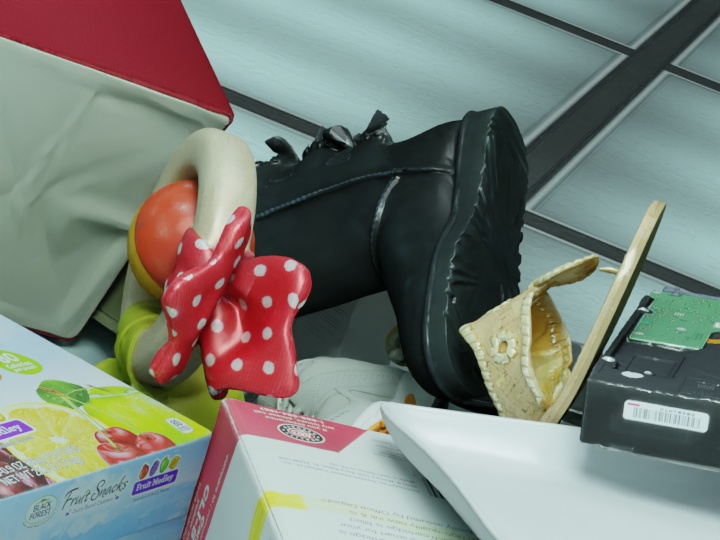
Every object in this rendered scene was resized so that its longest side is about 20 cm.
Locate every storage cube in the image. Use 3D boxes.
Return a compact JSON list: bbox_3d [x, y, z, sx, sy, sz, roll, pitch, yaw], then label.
[{"bbox_3d":[-0.198,-0.098,1.589,0.199,0.171,0.180,19,31,-37],"label":"storage cube"}]

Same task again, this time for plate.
[{"bbox_3d":[0.122,0.113,1.327,0.199,0.032,0.200,10,12,-19],"label":"plate"}]

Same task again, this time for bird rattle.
[{"bbox_3d":[-0.090,0.005,1.479,0.112,0.200,0.164,10,60,-12],"label":"bird rattle"}]

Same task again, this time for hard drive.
[{"bbox_3d":[0.190,0.055,1.450,0.139,0.038,0.200,9,15,12],"label":"hard drive"}]

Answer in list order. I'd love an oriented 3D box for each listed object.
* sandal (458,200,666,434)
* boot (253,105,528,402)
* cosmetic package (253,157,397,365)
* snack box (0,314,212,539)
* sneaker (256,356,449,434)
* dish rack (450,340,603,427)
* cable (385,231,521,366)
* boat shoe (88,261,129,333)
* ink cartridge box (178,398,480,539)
[{"bbox_3d":[0.075,0.052,1.454,0.069,0.213,0.078,24,17,8],"label":"sandal"},{"bbox_3d":[0.000,0.000,1.569,0.162,0.073,0.199,-13,44,24],"label":"boot"},{"bbox_3d":[-0.054,-0.007,1.733,0.050,0.083,0.200,1,26,-44],"label":"cosmetic package"},{"bbox_3d":[-0.197,0.071,1.371,0.199,0.068,0.168,26,19,25],"label":"snack box"},{"bbox_3d":[-0.017,0.086,1.532,0.092,0.076,0.200,15,9,11],"label":"sneaker"},{"bbox_3d":[0.165,0.083,1.685,0.199,0.055,0.153,19,-4,-19],"label":"dish rack"},{"bbox_3d":[0.052,0.013,1.692,0.050,0.097,0.200,31,0,3],"label":"cable"},{"bbox_3d":[-0.132,-0.003,1.673,0.068,0.075,0.200,27,10,-37],"label":"boat shoe"},{"bbox_3d":[0.009,0.146,1.337,0.144,0.084,0.200,15,17,-17],"label":"ink cartridge box"}]
